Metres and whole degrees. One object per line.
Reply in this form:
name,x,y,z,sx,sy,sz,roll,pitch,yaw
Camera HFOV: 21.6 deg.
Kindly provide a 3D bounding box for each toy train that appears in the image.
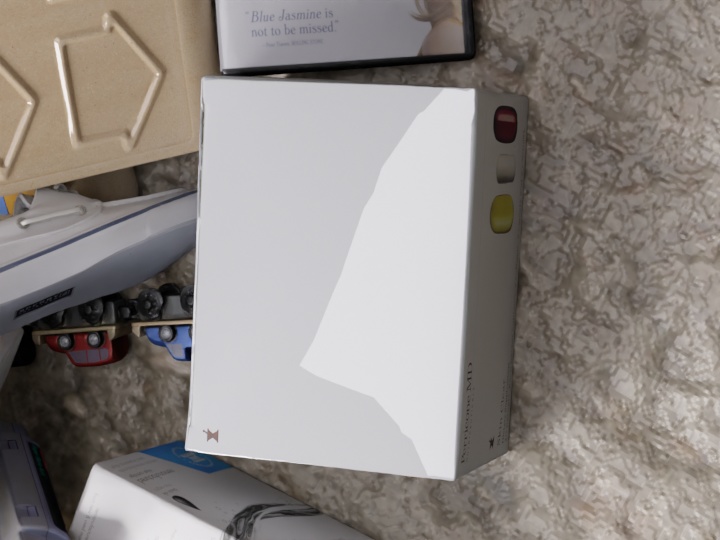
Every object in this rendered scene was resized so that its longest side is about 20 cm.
toy train,-0.160,0.035,1.118,0.198,0.034,0.046,-5,94,20

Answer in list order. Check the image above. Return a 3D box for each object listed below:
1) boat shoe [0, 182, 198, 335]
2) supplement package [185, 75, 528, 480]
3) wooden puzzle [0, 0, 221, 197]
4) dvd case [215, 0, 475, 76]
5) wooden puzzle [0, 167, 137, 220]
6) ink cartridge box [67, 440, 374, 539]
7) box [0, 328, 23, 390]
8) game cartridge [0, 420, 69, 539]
boat shoe,-0.171,-0.017,1.050,0.066,0.199,0.074,60,146,13
supplement package,0.000,0.000,1.018,0.154,0.111,0.202,4,95,20
wooden puzzle,-0.176,-0.137,1.012,0.198,0.046,0.187,-17,118,-21
dvd case,-0.013,-0.211,1.035,0.141,0.018,0.202,-4,91,-2
wooden puzzle,-0.244,-0.102,1.088,0.198,0.046,0.187,-2,119,18
ink cartridge box,-0.051,0.170,1.042,0.199,0.116,0.067,25,99,16
box,-0.270,0.100,1.037,0.097,0.200,0.125,24,109,-6
game cartridge,-0.208,0.176,1.071,0.038,0.200,0.130,23,100,-22
